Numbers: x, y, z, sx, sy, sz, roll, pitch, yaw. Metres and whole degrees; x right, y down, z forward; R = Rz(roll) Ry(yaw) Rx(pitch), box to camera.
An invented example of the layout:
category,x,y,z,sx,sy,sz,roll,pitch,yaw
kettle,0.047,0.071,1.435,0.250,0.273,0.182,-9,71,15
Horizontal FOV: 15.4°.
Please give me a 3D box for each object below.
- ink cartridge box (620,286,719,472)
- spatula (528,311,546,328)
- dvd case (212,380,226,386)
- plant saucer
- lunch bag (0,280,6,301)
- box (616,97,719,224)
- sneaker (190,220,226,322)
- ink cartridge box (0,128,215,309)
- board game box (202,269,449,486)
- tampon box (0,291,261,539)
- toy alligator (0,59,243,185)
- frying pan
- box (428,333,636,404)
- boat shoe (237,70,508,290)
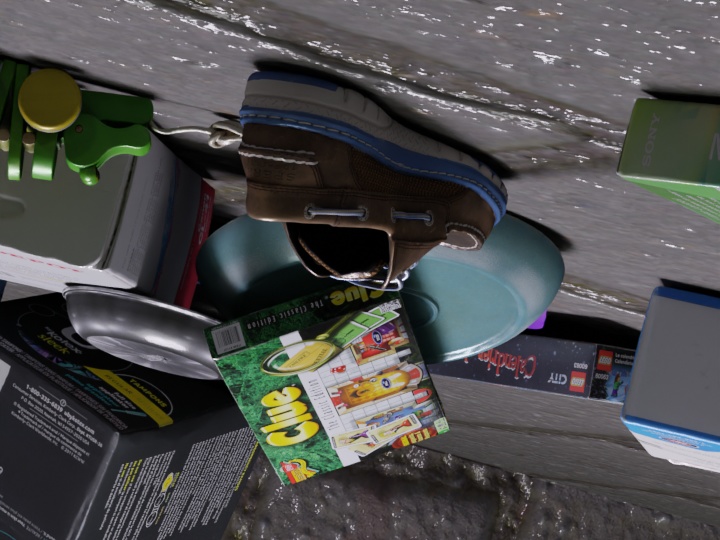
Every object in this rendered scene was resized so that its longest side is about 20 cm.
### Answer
category,x,y,z,sx,sy,sz,roll,pitch,yaw
ink cartridge box,0.238,0.076,1.552,0.146,0.084,0.200,12,174,12
spatula,0.093,0.026,1.699,0.056,0.021,0.200,11,178,6
dvd case,-0.084,0.034,1.760,0.143,0.018,0.200,23,-163,-6
plant saucer,0.010,0.012,1.433,0.200,0.027,0.200,1,156,1
lunch bag,-0.309,-0.059,1.654,0.200,0.094,0.151,26,174,5
box,0.216,-0.023,0.980,0.200,0.036,0.144,7,170,40
sneaker,-0.049,0.010,1.698,0.200,0.070,0.078,10,176,-43
ink cartridge box,-0.172,-0.039,1.442,0.148,0.086,0.200,14,172,9
board game box,-0.015,0.062,1.454,0.105,0.023,0.200,-17,155,3
tampon box,-0.173,0.103,1.687,0.150,0.126,0.200,32,-160,21
toy alligator,-0.145,-0.066,1.286,0.200,0.054,0.059,14,174,-3
frying pan,-0.089,0.046,1.476,0.115,0.031,0.190,7,165,35
box,0.135,0.067,1.835,0.137,0.038,0.200,11,177,-42
boat shoe,0.000,-0.030,1.198,0.072,0.072,0.200,10,172,33
